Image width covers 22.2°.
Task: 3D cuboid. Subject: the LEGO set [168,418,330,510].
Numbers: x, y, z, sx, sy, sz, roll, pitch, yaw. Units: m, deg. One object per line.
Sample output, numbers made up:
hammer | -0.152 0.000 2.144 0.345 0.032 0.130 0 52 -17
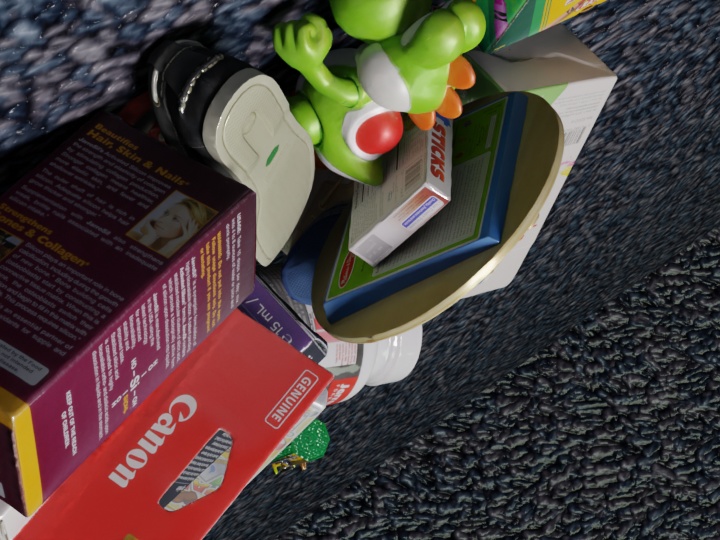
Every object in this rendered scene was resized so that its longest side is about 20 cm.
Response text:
LEGO set | -0.135 0.123 1.494 0.200 0.154 0.116 -28 -176 -33

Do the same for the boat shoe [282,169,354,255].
boat shoe | 0.000 -0.070 1.343 0.074 0.069 0.200 -24 163 -45

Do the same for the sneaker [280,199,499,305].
sneaker | 0.000 0.000 1.259 0.089 0.079 0.200 -35 -165 -32

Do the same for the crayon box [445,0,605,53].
crayon box | 0.159 -0.227 1.213 0.200 0.058 0.119 -28 166 -34

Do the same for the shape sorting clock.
shape sorting clock | 0.047 -0.034 1.154 0.200 0.039 0.200 -30 -148 21

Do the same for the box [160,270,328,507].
box | -0.143 0.063 1.169 0.200 0.148 0.104 -44 172 -4

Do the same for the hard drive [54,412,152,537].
hard drive | -0.228 0.112 1.081 0.200 0.132 0.025 -12 153 0

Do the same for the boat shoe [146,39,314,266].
boat shoe | -0.073 -0.068 1.070 0.072 0.068 0.200 -57 159 -17

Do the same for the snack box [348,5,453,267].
snack box | 0.028 -0.090 1.172 0.072 0.024 0.200 -42 -154 31

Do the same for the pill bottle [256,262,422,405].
pill bottle | -0.059 0.051 1.417 0.200 0.116 0.116 -6 152 -34

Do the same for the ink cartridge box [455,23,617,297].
ink cartridge box | 0.087 -0.072 1.307 0.117 0.067 0.200 -13 140 -40

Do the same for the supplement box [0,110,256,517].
supplement box | -0.156 0.018 0.980 0.200 0.110 0.086 -46 154 -36

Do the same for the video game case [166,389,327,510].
video game case | -0.154 0.097 1.320 0.182 0.200 0.023 -46 -155 40

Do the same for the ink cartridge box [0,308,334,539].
ink cartridge box | -0.141 0.074 1.051 0.200 0.176 0.045 -50 164 -24

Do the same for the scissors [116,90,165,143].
scissors | -0.153 -0.053 1.125 0.073 0.014 0.200 -28 167 -44

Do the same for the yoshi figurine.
yoshi figurine | -0.006 -0.131 1.098 0.200 0.112 0.112 -30 -141 50
